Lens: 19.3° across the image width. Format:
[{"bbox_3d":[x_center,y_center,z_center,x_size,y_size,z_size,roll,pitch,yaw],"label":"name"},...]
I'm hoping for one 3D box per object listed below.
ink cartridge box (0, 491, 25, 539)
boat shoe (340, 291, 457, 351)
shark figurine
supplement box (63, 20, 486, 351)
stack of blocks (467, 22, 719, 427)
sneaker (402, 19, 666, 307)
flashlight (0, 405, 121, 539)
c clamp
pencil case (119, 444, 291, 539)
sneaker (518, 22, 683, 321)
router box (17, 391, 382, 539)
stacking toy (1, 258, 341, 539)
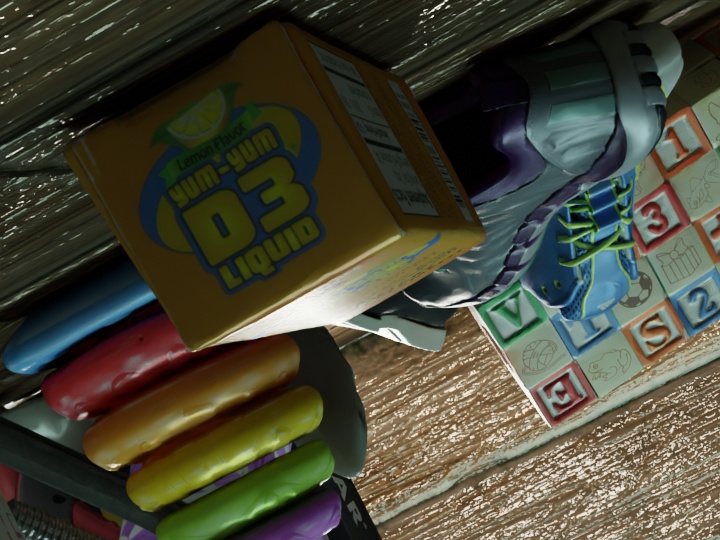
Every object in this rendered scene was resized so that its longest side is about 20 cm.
[{"bbox_3d":[-0.155,0.083,0.563,0.125,0.129,0.200,-27,177,-11],"label":"ink cartridge box"},{"bbox_3d":[0.000,0.000,1.079,0.074,0.061,0.200,19,-179,28],"label":"boat shoe"},{"bbox_3d":[-0.092,0.033,0.965,0.214,0.129,0.089,-8,163,38],"label":"shark figurine"},{"bbox_3d":[-0.015,-0.021,0.604,0.066,0.069,0.200,-30,174,9],"label":"supplement box"},{"bbox_3d":[0.145,-0.026,1.077,0.200,0.115,0.059,-34,-152,0],"label":"stack of blocks"},{"bbox_3d":[0.038,-0.039,0.854,0.087,0.075,0.200,-10,159,-28],"label":"sneaker"},{"bbox_3d":[-0.132,0.140,1.112,0.068,0.200,0.068,-17,128,-59],"label":"flashlight"},{"bbox_3d":[-0.103,0.109,0.878,0.027,0.200,0.171,-60,-168,11],"label":"c clamp"},{"bbox_3d":[-0.071,0.097,1.058,0.085,0.084,0.200,-41,-150,32],"label":"pencil case"},{"bbox_3d":[0.107,-0.039,0.943,0.076,0.105,0.200,-26,177,-16],"label":"sneaker"},{"bbox_3d":[-0.089,0.133,1.206,0.157,0.200,0.052,-29,177,14],"label":"router box"},{"bbox_3d":[-0.046,0.086,0.838,0.110,0.200,0.116,-28,177,16],"label":"stacking toy"}]
